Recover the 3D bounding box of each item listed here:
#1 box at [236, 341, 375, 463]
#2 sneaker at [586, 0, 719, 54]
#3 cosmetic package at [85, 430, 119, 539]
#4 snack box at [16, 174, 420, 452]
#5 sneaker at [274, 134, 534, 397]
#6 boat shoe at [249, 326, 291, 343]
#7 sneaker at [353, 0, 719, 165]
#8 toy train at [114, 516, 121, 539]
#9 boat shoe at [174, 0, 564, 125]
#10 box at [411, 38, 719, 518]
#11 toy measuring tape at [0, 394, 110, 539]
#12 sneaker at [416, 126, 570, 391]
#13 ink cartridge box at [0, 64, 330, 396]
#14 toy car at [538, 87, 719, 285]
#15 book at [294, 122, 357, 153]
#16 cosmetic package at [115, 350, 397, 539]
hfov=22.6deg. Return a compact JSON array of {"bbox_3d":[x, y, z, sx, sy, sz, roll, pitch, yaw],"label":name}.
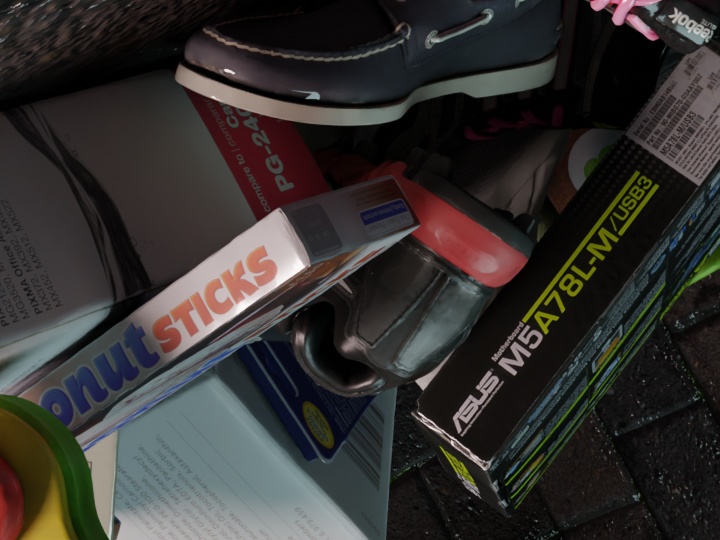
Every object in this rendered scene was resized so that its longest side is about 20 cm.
[{"bbox_3d":[-0.031,0.027,1.018,0.032,0.121,0.200,-29,-172,23],"label":"box"},{"bbox_3d":[0.084,-0.114,0.585,0.079,0.095,0.200,-30,174,41],"label":"sneaker"},{"bbox_3d":[-0.163,0.130,0.802,0.105,0.200,0.071,3,-158,-12],"label":"cosmetic package"},{"bbox_3d":[-0.071,0.029,0.636,0.200,0.024,0.072,-34,174,33],"label":"snack box"},{"bbox_3d":[0.000,0.000,0.746,0.098,0.071,0.200,-57,-163,-3],"label":"sneaker"},{"bbox_3d":[-0.020,0.003,0.899,0.060,0.074,0.200,-25,172,29],"label":"boat shoe"},{"bbox_3d":[0.085,-0.085,0.803,0.200,0.087,0.074,-38,169,16],"label":"sneaker"},{"bbox_3d":[-0.208,0.111,0.883,0.200,0.087,0.114,8,109,-43],"label":"toy train"},{"bbox_3d":[0.010,-0.098,0.677,0.200,0.073,0.063,-15,124,-47],"label":"boat shoe"},{"bbox_3d":[0.106,0.012,0.806,0.200,0.047,0.193,-52,168,-5],"label":"box"},{"bbox_3d":[-0.083,0.074,0.569,0.200,0.074,0.074,2,177,5],"label":"toy measuring tape"},{"bbox_3d":[0.067,-0.029,0.899,0.200,0.074,0.116,-62,150,-16],"label":"sneaker"},{"bbox_3d":[-0.129,0.001,0.664,0.200,0.083,0.145,-22,172,-47],"label":"ink cartridge box"},{"bbox_3d":[0.090,-0.027,1.055,0.200,0.164,0.158,-29,176,-21],"label":"toy car"},{"bbox_3d":[-0.029,-0.050,0.921,0.134,0.048,0.200,-30,173,31],"label":"book"},{"bbox_3d":[-0.106,0.107,1.070,0.200,0.166,0.167,-30,-151,21],"label":"cosmetic package"}]
